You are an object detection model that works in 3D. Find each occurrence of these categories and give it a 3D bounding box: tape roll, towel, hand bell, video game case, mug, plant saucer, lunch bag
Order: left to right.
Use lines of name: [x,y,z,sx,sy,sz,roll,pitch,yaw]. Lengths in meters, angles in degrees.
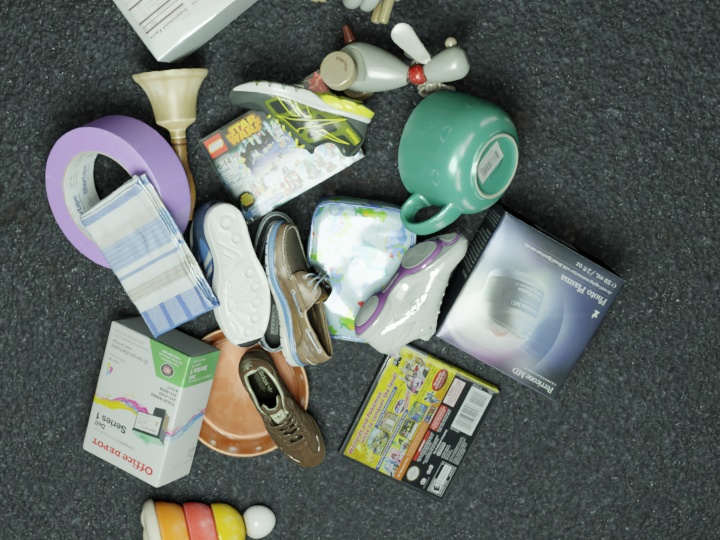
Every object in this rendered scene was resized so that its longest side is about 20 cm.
tape roll: [-0.332,-0.106,1.276,0.197,0.066,0.203,11,116,22]
towel: [-0.282,-0.015,1.237,0.146,0.024,0.202,-23,101,36]
hand bell: [-0.249,-0.169,1.278,0.102,0.104,0.203,-4,99,1]
plant saucer: [-0.175,0.178,1.394,0.197,0.032,0.204,0,100,-1]
lunch bag: [0.000,0.000,1.333,0.158,0.083,0.203,6,101,-1]
video game case: [0.087,0.227,1.409,0.179,0.026,0.202,25,101,-5]
mug: [0.139,-0.139,1.256,0.151,0.114,0.188,-13,118,-41]

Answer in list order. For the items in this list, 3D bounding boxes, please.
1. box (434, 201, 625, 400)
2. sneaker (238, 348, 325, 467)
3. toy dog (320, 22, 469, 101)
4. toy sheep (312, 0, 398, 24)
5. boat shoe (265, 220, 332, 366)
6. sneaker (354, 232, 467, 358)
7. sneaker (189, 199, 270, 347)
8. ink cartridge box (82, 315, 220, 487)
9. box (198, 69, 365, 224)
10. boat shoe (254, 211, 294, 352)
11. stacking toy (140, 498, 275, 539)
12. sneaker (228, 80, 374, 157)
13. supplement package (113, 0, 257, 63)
box: [0.232,0.041,1.324,0.198,0.123,0.200,28,101,-5]
sneaker: [-0.119,0.210,1.346,0.070,0.076,0.201,-32,99,6]
toy dog: [0.043,-0.292,1.258,0.197,0.132,0.098,-3,87,-3]
toy sheep: [0.009,-0.404,1.232,0.197,0.138,0.140,15,101,-18]
boat shoe: [-0.075,0.029,1.266,0.071,0.072,0.203,-4,104,26]
sneaker: [0.082,0.033,1.281,0.099,0.075,0.200,39,99,-24]
sneaker: [-0.186,0.002,1.304,0.080,0.146,0.203,-14,95,-18]
ink cartridge box: [-0.302,0.187,1.344,0.143,0.084,0.203,21,102,21]
box: [-0.110,-0.173,1.319,0.198,0.040,0.138,-30,99,6]
boat shoe: [-0.121,0.015,1.330,0.071,0.068,0.203,5,88,-5]
stacking toy: [-0.225,0.400,1.409,0.197,0.146,0.148,-10,102,-18]
sneaker: [-0.083,-0.203,1.254,0.197,0.075,0.086,12,100,-2]
supplement package: [-0.254,-0.398,1.215,0.150,0.152,0.201,-36,100,6]
